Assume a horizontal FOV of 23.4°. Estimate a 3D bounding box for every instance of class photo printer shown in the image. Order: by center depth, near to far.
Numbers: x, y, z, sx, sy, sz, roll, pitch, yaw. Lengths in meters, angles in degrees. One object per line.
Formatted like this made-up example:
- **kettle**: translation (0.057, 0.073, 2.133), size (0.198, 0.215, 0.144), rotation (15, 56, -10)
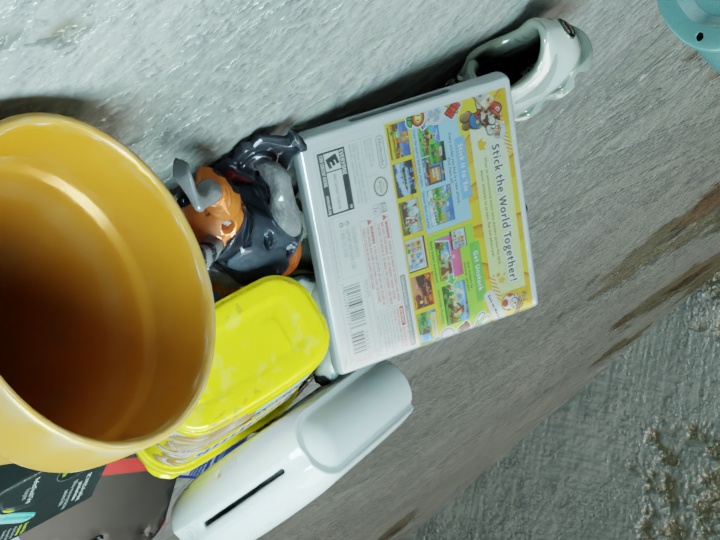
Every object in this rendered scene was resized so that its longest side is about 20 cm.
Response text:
- **photo printer**: translation (-0.059, 0.157, 1.432), size (0.166, 0.070, 0.200), rotation (-36, 178, 29)

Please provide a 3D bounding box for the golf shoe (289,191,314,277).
- **golf shoe**: translation (-0.033, -0.034, 1.430), size (0.087, 0.078, 0.200), rotation (-27, 165, -6)

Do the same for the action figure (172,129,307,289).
- **action figure**: translation (-0.118, -0.011, 1.256), size (0.200, 0.105, 0.193), rotation (-43, 154, 25)

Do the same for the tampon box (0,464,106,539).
- **tampon box**: translation (-0.296, 0.133, 1.262), size (0.199, 0.127, 0.150), rotation (-27, 165, -30)

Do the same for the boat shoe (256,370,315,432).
- **boat shoe**: translation (-0.046, 0.061, 1.547), size (0.201, 0.072, 0.061), rotation (-42, 122, 0)

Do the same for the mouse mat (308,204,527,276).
- **mouse mat**: translation (0.033, -0.013, 1.502), size (0.200, 0.161, 0.008), rotation (-42, 125, -14)

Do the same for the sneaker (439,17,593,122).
- **sneaker**: translation (0.091, -0.135, 1.407), size (0.200, 0.074, 0.088), rotation (-45, 153, 17)

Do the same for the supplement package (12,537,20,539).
- **supplement package**: translation (-0.355, 0.254, 1.371), size (0.150, 0.201, 0.152), rotation (-25, 164, -34)

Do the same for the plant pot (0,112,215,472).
- **plant pot**: translation (-0.218, 0.034, 1.028), size (0.182, 0.202, 0.199), rotation (-24, 175, 36)

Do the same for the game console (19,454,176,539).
- **game console**: translation (-0.239, 0.169, 1.497), size (0.199, 0.031, 0.179), rotation (-2, 115, -41)

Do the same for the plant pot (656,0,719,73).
- **plant pot**: translation (0.346, -0.235, 1.432), size (0.187, 0.201, 0.200), rotation (4, 143, -44)

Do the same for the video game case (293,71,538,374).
- **video game case**: translation (0.046, -0.036, 1.359), size (0.180, 0.202, 0.023), rotation (-18, -154, -17)

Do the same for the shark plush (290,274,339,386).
- **shark plush**: translation (0.000, 0.000, 1.426), size (0.200, 0.091, 0.083), rotation (-44, -174, 17)

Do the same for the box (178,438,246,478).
- **box**: translation (-0.178, 0.129, 1.559), size (0.199, 0.032, 0.122), rotation (10, 113, -46)

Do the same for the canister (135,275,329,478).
- **canister**: translation (-0.105, 0.081, 1.311), size (0.148, 0.087, 0.200), rotation (-31, 174, -16)

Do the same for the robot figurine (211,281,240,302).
- **robot figurine**: translation (-0.157, 0.040, 1.416), size (0.199, 0.058, 0.145), rotation (-30, 164, -23)
